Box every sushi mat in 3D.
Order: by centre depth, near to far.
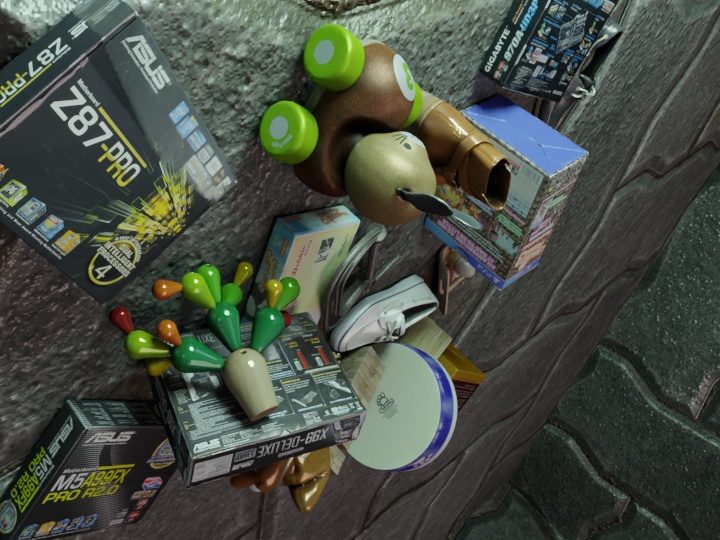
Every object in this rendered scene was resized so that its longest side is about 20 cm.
[{"bbox_3d":[0.065,0.164,1.209,0.201,0.095,0.012,-53,153,6],"label":"sushi mat"}]

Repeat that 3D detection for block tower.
[{"bbox_3d":[-0.026,0.201,1.056,0.054,0.057,0.202,53,46,-31],"label":"block tower"}]

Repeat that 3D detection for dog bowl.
[{"bbox_3d":[0.054,0.221,1.148,0.201,0.200,0.079,-52,151,7],"label":"dog bowl"}]

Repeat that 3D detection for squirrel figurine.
[{"bbox_3d":[-0.108,0.182,0.922,0.201,0.140,0.188,-52,136,-29],"label":"squirrel figurine"}]

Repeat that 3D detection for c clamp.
[{"bbox_3d":[0.000,0.000,0.940,0.171,0.027,0.201,-50,167,-17],"label":"c clamp"}]

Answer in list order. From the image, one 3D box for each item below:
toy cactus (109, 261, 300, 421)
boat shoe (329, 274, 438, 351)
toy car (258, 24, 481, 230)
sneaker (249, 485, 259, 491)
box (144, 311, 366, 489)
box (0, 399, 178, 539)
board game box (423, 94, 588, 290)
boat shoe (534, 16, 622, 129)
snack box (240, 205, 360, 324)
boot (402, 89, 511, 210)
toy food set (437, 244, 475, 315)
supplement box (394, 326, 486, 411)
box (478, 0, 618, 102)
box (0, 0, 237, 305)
[{"bbox_3d":[-0.138,0.074,0.716,0.198,0.167,0.102,-13,158,-43],"label":"toy cactus"},{"bbox_3d":[0.043,0.073,1.087,0.198,0.067,0.074,-34,150,-29],"label":"boat shoe"},{"bbox_3d":[0.033,-0.111,0.681,0.159,0.200,0.163,-55,153,14],"label":"toy car"},{"bbox_3d":[-0.112,0.280,1.107,0.202,0.080,0.070,-56,155,15],"label":"sneaker"},{"bbox_3d":[-0.114,0.129,0.760,0.197,0.158,0.050,-9,135,-31],"label":"box"},{"bbox_3d":[-0.286,0.223,0.796,0.161,0.044,0.199,-53,154,7],"label":"box"},{"bbox_3d":[0.195,-0.108,0.984,0.096,0.159,0.202,-28,147,-35],"label":"board game box"},{"bbox_3d":[0.324,-0.286,1.060,0.072,0.063,0.203,-22,143,-43],"label":"boat shoe"},{"bbox_3d":[-0.081,0.021,0.859,0.115,0.037,0.202,-17,139,-49],"label":"snack box"},{"bbox_3d":[0.121,-0.127,0.847,0.077,0.155,0.201,-44,153,-9],"label":"boot"},{"bbox_3d":[0.209,-0.024,1.228,0.199,0.060,0.145,-39,152,-19],"label":"toy food set"},{"bbox_3d":[0.099,0.223,1.298,0.201,0.132,0.197,-53,154,7],"label":"supplement box"},{"bbox_3d":[0.253,-0.313,0.933,0.198,0.046,0.161,-10,133,-53],"label":"box"},{"bbox_3d":[-0.195,-0.080,0.536,0.161,0.049,0.201,-46,154,-13],"label":"box"}]
